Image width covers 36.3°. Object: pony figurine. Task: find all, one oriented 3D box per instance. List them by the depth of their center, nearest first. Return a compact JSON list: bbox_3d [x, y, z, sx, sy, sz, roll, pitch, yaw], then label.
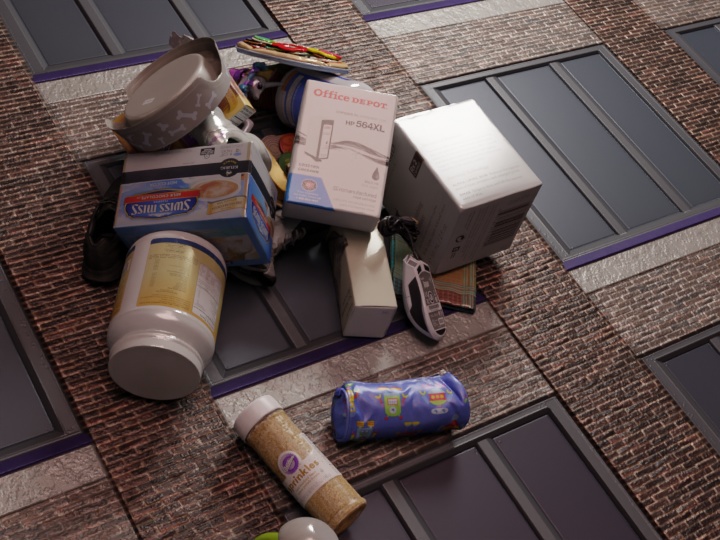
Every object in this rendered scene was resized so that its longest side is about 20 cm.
[{"bbox_3d":[-0.245,-0.278,1.805,0.193,0.167,0.200,21,69,1],"label":"pony figurine"}]

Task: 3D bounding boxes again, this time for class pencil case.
[{"bbox_3d":[0.056,0.189,1.536,0.200,0.078,0.087,-4,81,-21],"label":"pencil case"}]

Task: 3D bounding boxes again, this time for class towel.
[{"bbox_3d":[0.119,-0.025,1.779,0.146,0.022,0.200,11,49,-8],"label":"towel"}]

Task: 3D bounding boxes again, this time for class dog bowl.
[{"bbox_3d":[-0.275,-0.253,1.598,0.059,0.200,0.200,51,38,-31],"label":"dog bowl"}]

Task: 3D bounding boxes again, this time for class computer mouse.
[{"bbox_3d":[0.079,0.014,1.673,0.110,0.044,0.200,-5,79,-67],"label":"computer mouse"}]

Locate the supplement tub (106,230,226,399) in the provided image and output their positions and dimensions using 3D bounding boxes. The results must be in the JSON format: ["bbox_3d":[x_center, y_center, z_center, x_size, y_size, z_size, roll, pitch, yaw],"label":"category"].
[{"bbox_3d":[-0.264,0.060,1.497,0.144,0.145,0.200,11,49,-9],"label":"supplement tub"}]

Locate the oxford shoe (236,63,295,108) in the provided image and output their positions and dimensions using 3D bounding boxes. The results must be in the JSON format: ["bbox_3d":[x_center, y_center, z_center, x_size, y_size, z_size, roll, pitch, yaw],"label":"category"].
[{"bbox_3d":[-0.145,-0.332,1.935,0.200,0.071,0.074,-5,31,-25],"label":"oxford shoe"}]

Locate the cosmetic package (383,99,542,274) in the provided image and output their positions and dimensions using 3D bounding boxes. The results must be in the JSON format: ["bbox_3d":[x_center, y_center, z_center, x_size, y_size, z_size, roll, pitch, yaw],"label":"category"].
[{"bbox_3d":[0.149,-0.135,1.756,0.165,0.165,0.200,-19,59,-28],"label":"cosmetic package"}]

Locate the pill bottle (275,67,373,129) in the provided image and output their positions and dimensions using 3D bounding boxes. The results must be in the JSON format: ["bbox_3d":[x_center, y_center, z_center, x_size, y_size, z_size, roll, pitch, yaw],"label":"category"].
[{"bbox_3d":[-0.040,-0.267,1.823,0.112,0.112,0.200,-26,36,-34],"label":"pill bottle"}]

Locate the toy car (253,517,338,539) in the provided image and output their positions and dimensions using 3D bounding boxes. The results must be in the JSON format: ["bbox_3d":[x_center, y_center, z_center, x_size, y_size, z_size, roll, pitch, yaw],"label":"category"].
[{"bbox_3d":[-0.053,0.394,1.294,0.200,0.175,0.150,48,19,23],"label":"toy car"}]

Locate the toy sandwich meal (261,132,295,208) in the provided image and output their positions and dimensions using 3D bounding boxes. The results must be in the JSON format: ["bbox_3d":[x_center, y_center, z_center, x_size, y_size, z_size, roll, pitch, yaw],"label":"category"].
[{"bbox_3d":[-0.084,-0.166,1.799,0.205,0.070,0.205,9,49,-11],"label":"toy sandwich meal"}]

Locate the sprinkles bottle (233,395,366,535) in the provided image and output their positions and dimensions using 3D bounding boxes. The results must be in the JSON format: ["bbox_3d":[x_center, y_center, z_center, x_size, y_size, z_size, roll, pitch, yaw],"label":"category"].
[{"bbox_3d":[-0.080,0.255,1.443,0.068,0.068,0.200,-31,66,-36],"label":"sprinkles bottle"}]

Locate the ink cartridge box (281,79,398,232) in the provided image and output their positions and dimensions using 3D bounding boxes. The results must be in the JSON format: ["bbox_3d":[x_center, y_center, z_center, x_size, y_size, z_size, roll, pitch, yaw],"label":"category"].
[{"bbox_3d":[-0.031,-0.173,1.660,0.146,0.084,0.200,9,75,-4],"label":"ink cartridge box"}]

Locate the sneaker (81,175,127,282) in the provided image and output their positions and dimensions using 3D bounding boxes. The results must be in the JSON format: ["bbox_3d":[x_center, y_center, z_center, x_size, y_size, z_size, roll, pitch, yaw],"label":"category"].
[{"bbox_3d":[-0.359,-0.078,1.619,0.076,0.091,0.200,7,47,-2],"label":"sneaker"}]

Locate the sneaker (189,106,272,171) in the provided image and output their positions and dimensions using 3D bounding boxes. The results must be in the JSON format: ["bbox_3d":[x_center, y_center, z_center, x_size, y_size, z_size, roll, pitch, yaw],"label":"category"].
[{"bbox_3d":[-0.188,-0.172,1.664,0.075,0.200,0.100,-43,61,8],"label":"sneaker"}]

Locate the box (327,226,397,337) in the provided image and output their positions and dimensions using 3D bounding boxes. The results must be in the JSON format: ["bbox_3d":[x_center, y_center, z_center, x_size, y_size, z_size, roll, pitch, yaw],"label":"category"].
[{"bbox_3d":[0.000,0.000,1.679,0.068,0.082,0.200,3,49,-16],"label":"box"}]

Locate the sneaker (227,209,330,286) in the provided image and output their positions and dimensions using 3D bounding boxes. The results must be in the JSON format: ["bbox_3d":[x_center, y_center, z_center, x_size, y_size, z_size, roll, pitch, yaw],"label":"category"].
[{"bbox_3d":[-0.126,-0.029,1.676,0.200,0.075,0.116,-12,60,-14],"label":"sneaker"}]

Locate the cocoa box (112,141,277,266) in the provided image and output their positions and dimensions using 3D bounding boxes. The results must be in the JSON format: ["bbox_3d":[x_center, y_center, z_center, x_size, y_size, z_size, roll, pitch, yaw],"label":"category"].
[{"bbox_3d":[-0.235,-0.088,1.586,0.200,0.133,0.131,-4,59,11],"label":"cocoa box"}]

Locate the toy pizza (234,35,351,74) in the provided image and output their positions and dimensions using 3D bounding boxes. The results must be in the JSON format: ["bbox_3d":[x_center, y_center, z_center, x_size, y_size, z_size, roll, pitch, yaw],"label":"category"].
[{"bbox_3d":[-0.111,-0.365,1.848,0.200,0.032,0.200,11,13,-3],"label":"toy pizza"}]

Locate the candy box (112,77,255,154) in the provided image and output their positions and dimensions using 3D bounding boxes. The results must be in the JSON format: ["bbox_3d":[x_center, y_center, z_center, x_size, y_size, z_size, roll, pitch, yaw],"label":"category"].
[{"bbox_3d":[-0.278,-0.238,1.711,0.200,0.056,0.117,-37,81,6],"label":"candy box"}]
